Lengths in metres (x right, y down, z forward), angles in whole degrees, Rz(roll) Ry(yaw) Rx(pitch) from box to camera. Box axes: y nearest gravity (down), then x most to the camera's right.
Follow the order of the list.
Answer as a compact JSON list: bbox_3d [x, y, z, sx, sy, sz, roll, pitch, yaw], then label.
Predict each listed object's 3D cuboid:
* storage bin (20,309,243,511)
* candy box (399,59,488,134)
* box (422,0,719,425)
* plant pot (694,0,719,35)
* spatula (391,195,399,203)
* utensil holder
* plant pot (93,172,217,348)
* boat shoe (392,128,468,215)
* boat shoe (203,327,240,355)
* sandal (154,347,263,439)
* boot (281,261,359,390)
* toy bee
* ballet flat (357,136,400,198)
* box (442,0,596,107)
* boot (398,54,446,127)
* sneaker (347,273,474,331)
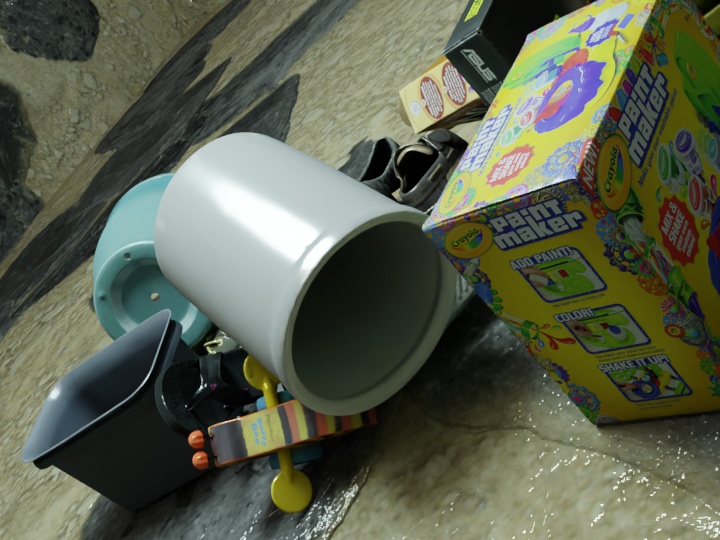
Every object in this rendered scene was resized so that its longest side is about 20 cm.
[{"bbox_3d":[-0.221,0.150,1.081,0.199,0.134,0.146,-31,29,27],"label":"storage bin"},{"bbox_3d":[0.146,-0.206,1.076,0.116,0.057,0.200,-18,-5,-40],"label":"candy box"},{"bbox_3d":[0.172,-0.043,0.678,0.122,0.193,0.200,-17,35,47],"label":"box"},{"bbox_3d":[0.294,-0.324,0.982,0.199,0.182,0.200,-37,23,16],"label":"plant pot"},{"bbox_3d":[0.039,-0.054,1.136,0.020,0.057,0.200,-7,18,-1],"label":"spatula"},{"bbox_3d":[-0.051,-0.004,0.848,0.170,0.170,0.200,-48,47,-11],"label":"utensil holder"},{"bbox_3d":[-0.218,0.004,1.214,0.200,0.200,0.188,-39,13,11],"label":"plant pot"},{"bbox_3d":[0.077,-0.111,1.118,0.074,0.073,0.200,-35,24,19],"label":"boat shoe"},{"bbox_3d":[-0.136,0.081,1.160,0.202,0.060,0.072,-47,22,-8],"label":"boat shoe"},{"bbox_3d":[-0.132,0.103,1.007,0.048,0.075,0.200,-42,-5,20],"label":"sandal"},{"bbox_3d":[-0.049,0.003,1.018,0.199,0.073,0.163,-53,46,29],"label":"boot"},{"bbox_3d":[-0.083,0.147,0.895,0.200,0.108,0.131,-51,59,35],"label":"toy bee"},{"bbox_3d":[0.005,-0.092,1.123,0.066,0.057,0.200,-25,11,23],"label":"ballet flat"},{"bbox_3d":[0.172,-0.177,0.907,0.047,0.200,0.194,-26,27,40],"label":"box"},{"bbox_3d":[0.138,-0.256,1.297,0.201,0.071,0.144,-32,19,20],"label":"boot"},{"bbox_3d":[0.044,0.046,0.931,0.200,0.074,0.082,-45,-8,11],"label":"sneaker"}]
